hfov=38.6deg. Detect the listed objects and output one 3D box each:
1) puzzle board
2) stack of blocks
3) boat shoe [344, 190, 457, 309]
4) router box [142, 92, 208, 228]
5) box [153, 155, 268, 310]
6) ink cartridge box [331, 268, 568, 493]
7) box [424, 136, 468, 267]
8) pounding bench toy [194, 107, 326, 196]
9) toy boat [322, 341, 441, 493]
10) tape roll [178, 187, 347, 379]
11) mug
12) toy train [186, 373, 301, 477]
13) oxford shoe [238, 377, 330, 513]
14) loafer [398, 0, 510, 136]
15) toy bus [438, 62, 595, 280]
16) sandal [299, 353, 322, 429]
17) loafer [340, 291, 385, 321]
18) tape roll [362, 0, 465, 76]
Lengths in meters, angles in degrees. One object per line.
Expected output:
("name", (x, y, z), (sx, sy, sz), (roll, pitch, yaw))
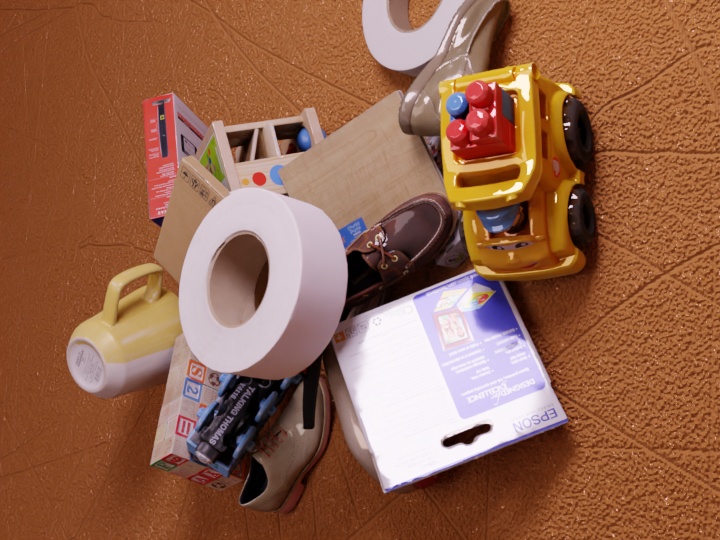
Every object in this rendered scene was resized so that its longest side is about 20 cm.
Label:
("puzzle board", (0.005, -0.096, 1.200), (0.200, 0.017, 0.151), (-29, 83, 35))
("stack of blocks", (-0.211, 0.190, 1.430), (0.059, 0.115, 0.201), (-33, 41, 42))
("boat shoe", (0.025, -0.014, 1.153), (0.200, 0.070, 0.070), (-43, 80, 33))
("router box", (-0.241, -0.128, 1.468), (0.049, 0.200, 0.180), (-11, 70, 12))
("box", (-0.172, -0.017, 1.257), (0.200, 0.021, 0.164), (43, 130, 23))
("ink cartridge box", (0.086, 0.112, 1.065), (0.197, 0.047, 0.200), (-21, 60, 1))
("box", (0.096, -0.115, 1.185), (0.110, 0.035, 0.200), (-46, 51, 35))
("pounding bench toy", (-0.105, -0.087, 1.321), (0.124, 0.156, 0.201), (-41, 64, 64))
("toy boat", (0.048, 0.144, 1.150), (0.130, 0.131, 0.200), (-26, 60, 12))
("tape roll", (-0.108, 0.014, 1.107), (0.202, 0.071, 0.203), (-14, 70, 42))
("mug", (-0.345, 0.096, 1.491), (0.149, 0.153, 0.187), (-10, 99, 38))
("toy train", (-0.147, 0.170, 1.331), (0.200, 0.087, 0.114), (-55, -4, -23))
("oxford shoe", (-0.097, 0.227, 1.320), (0.071, 0.074, 0.201), (33, 108, 48))
("loafer", (0.116, -0.223, 1.129), (0.067, 0.076, 0.200), (28, 78, 18))
("toy bus", (0.138, -0.100, 0.992), (0.135, 0.192, 0.201), (-6, 79, 27))
("sandal", (-0.064, 0.083, 1.144), (0.075, 0.045, 0.201), (-97, 13, -74))
("loafer", (0.000, 0.000, 1.256), (0.072, 0.063, 0.201), (7, 89, 50))
("tape roll", (0.080, -0.337, 1.245), (0.202, 0.037, 0.204), (-13, 73, 48))
